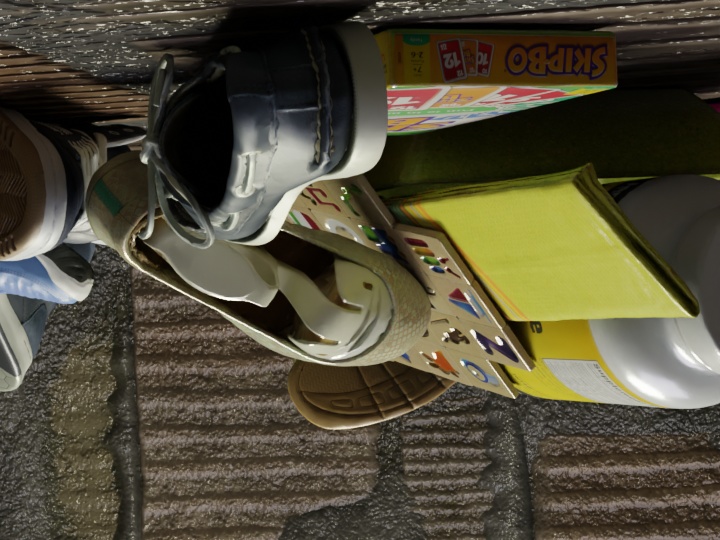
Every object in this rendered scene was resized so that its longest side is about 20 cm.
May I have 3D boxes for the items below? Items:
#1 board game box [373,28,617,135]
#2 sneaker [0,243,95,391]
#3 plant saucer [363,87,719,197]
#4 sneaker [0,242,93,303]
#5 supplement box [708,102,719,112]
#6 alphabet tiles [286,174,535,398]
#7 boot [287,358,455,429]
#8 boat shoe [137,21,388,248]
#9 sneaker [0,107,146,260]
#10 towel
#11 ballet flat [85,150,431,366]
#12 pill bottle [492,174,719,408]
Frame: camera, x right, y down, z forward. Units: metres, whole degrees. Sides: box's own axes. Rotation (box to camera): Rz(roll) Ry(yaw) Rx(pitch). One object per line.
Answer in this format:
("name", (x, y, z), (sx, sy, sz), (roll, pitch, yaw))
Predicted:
("board game box", (0.016, -0.076, 0.742), (0.095, 0.030, 0.200), (-2, -178, -22))
("sneaker", (-0.225, -0.039, 1.126), (0.077, 0.146, 0.203), (17, 144, 15))
("plant saucer", (0.086, -0.066, 0.957), (0.199, 0.048, 0.200), (-2, 180, -17))
("sneaker", (-0.247, -0.009, 0.980), (0.199, 0.077, 0.076), (14, 174, 0))
("supplement box", (0.272, -0.049, 1.065), (0.101, 0.104, 0.200), (-2, -178, 42))
("alphabet tiles", (0.000, 0.000, 0.926), (0.200, 0.006, 0.167), (14, 149, 50))
("boot", (0.044, 0.020, 1.110), (0.200, 0.073, 0.155), (-37, -174, 3))
("boat shoe", (-0.050, -0.047, 0.671), (0.062, 0.075, 0.200), (-5, 179, -20))
("sneaker", (-0.144, -0.042, 0.872), (0.108, 0.070, 0.200), (2, -176, -26))
("towel", (0.071, -0.009, 0.813), (0.086, 0.018, 0.200), (45, 160, -18))
("ballet flat", (-0.040, 0.009, 0.821), (0.200, 0.068, 0.062), (24, -165, -32))
("pill bottle", (0.139, 0.011, 0.873), (0.112, 0.112, 0.200), (-3, 179, -26))
